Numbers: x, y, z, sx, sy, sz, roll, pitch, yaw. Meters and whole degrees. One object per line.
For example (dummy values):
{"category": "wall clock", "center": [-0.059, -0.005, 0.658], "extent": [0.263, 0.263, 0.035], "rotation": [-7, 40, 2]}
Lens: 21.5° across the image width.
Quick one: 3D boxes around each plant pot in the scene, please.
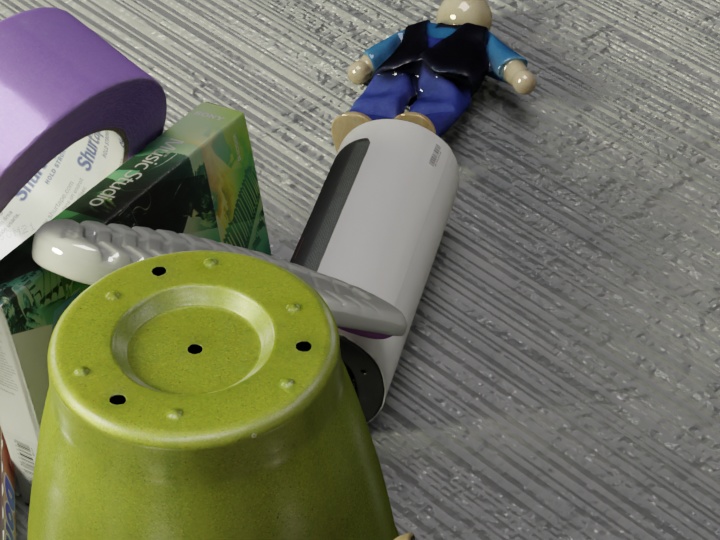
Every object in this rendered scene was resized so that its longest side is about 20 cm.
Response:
{"category": "plant pot", "center": [-0.074, 0.101, 0.896], "extent": [0.200, 0.193, 0.200], "rotation": [-1, 40, 1]}

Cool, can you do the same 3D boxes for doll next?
{"category": "doll", "center": [0.051, -0.131, 1.279], "extent": [0.136, 0.048, 0.200], "rotation": [3, 33, 19]}

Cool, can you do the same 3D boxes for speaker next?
{"category": "speaker", "center": [0.000, 0.000, 1.102], "extent": [0.081, 0.081, 0.200], "rotation": [9, 42, 12]}

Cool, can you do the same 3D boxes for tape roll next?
{"category": "tape roll", "center": [-0.190, -0.038, 0.992], "extent": [0.066, 0.200, 0.200], "rotation": [39, 51, 10]}

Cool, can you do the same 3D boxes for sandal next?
{"category": "sandal", "center": [-0.074, 0.015, 0.968], "extent": [0.203, 0.050, 0.082], "rotation": [14, 12, -24]}

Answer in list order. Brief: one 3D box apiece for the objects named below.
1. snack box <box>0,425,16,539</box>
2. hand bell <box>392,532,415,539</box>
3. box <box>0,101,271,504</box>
{"category": "snack box", "center": [-0.212, 0.151, 0.962], "extent": [0.072, 0.024, 0.200], "rotation": [-15, 41, 1]}
{"category": "hand bell", "center": [-0.080, 0.152, 0.792], "extent": [0.200, 0.104, 0.104], "rotation": [5, 40, 5]}
{"category": "box", "center": [-0.122, 0.018, 1.031], "extent": [0.036, 0.144, 0.200], "rotation": [16, 43, 31]}
